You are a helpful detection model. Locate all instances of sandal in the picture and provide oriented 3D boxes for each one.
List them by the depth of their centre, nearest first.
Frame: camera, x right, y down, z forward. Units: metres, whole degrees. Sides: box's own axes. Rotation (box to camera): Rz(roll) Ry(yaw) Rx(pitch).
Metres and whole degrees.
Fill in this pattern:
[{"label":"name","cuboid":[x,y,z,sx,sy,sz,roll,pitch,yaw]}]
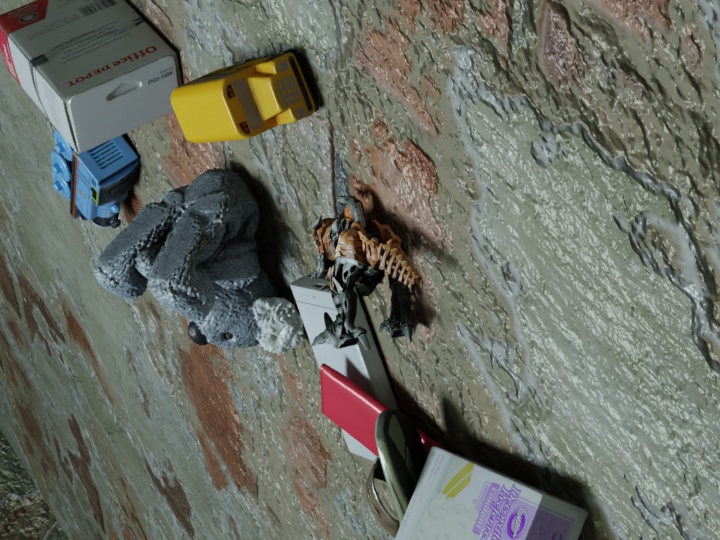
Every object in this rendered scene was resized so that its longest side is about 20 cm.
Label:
[{"label":"sandal","cuboid":[0.035,0.226,1.665,0.057,0.080,0.202,0,127,16]}]

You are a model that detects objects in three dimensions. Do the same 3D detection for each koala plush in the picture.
[{"label":"koala plush","cuboid":[-0.156,0.011,1.900,0.177,0.184,0.200,12,146,49]}]

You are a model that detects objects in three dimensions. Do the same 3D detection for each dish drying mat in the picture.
[{"label":"dish drying mat","cuboid":[0.033,0.170,1.721,0.199,0.018,0.077,35,144,32]}]

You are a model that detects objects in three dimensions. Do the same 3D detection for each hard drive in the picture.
[{"label":"hard drive","cuboid":[-0.009,0.107,1.795,0.132,0.027,0.202,9,122,64]}]

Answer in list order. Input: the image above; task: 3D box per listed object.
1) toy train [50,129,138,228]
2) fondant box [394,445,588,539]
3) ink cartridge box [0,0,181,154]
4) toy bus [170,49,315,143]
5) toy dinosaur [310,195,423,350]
[{"label":"toy train","cuboid":[-0.357,-0.129,2.270,0.115,0.086,0.200,52,156,15]},{"label":"fondant box","cuboid":[0.106,0.253,1.531,0.058,0.146,0.200,24,176,-28]},{"label":"ink cartridge box","cuboid":[-0.315,-0.241,1.964,0.200,0.146,0.083,47,153,40]},{"label":"toy bus","cuboid":[-0.117,-0.169,1.677,0.200,0.078,0.066,6,119,66]},{"label":"toy dinosaur","cuboid":[0.000,0.000,1.583,0.200,0.101,0.137,-116,22,-80]}]
